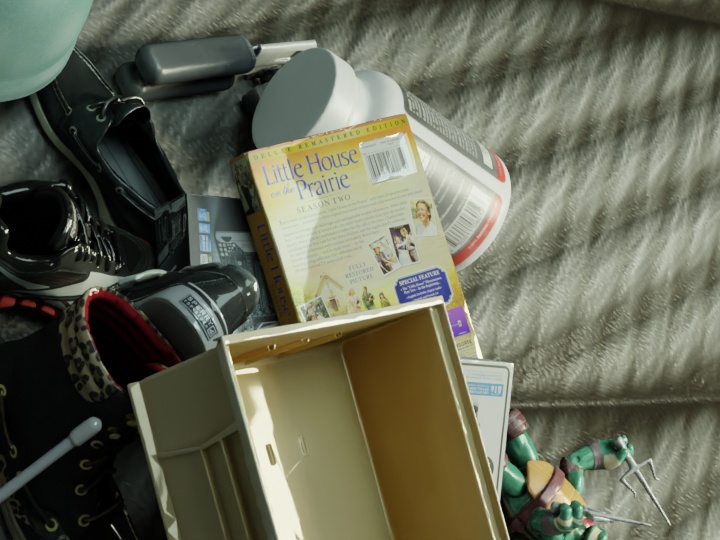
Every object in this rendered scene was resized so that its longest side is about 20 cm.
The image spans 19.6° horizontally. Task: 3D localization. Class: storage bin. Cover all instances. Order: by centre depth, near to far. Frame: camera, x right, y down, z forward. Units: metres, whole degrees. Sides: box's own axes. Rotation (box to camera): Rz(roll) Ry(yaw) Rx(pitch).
[{"bbox_3d":[-0.018,0.134,1.258,0.199,0.093,0.200,-9,81,-49],"label":"storage bin"}]

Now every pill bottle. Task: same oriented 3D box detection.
[{"bbox_3d":[0.017,-0.088,1.658,0.199,0.115,0.117,33,43,-35],"label":"pill bottle"}]

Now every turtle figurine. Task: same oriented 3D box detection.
[{"bbox_3d":[0.152,0.171,1.646,0.200,0.101,0.150,42,24,-6],"label":"turtle figurine"}]

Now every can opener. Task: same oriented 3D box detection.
[{"bbox_3d":[-0.101,-0.147,1.634,0.199,0.053,0.067,-15,74,-50],"label":"can opener"}]

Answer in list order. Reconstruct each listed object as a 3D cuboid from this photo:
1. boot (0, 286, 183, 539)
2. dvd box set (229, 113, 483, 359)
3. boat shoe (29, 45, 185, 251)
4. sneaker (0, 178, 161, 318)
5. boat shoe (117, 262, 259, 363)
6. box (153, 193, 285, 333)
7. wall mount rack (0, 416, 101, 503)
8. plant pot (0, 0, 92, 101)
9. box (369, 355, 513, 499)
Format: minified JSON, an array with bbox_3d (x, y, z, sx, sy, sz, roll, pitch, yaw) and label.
[{"bbox_3d":[-0.161,0.115,1.297,0.073,0.150,0.201,-29,86,-53],"label":"boot"},{"bbox_3d":[0.000,0.000,1.470,0.146,0.029,0.202,-17,88,-35],"label":"dvd box set"},{"bbox_3d":[-0.173,-0.092,1.503,0.074,0.066,0.201,-13,74,-51],"label":"boat shoe"},{"bbox_3d":[-0.199,-0.013,1.394,0.200,0.098,0.071,8,56,-46],"label":"sneaker"},{"bbox_3d":[-0.130,0.033,1.348,0.068,0.199,0.074,-38,95,-32],"label":"boat shoe"},{"bbox_3d":[-0.063,0.054,1.463,0.157,0.050,0.202,6,74,-35],"label":"box"},{"bbox_3d":[-0.261,0.104,1.224,0.174,0.074,0.200,-42,98,-26],"label":"wall mount rack"},{"bbox_3d":[-0.260,-0.236,1.428,0.199,0.134,0.202,19,49,-23],"label":"plant pot"},{"bbox_3d":[0.035,0.156,1.420,0.116,0.060,0.202,8,89,-37],"label":"box"}]
